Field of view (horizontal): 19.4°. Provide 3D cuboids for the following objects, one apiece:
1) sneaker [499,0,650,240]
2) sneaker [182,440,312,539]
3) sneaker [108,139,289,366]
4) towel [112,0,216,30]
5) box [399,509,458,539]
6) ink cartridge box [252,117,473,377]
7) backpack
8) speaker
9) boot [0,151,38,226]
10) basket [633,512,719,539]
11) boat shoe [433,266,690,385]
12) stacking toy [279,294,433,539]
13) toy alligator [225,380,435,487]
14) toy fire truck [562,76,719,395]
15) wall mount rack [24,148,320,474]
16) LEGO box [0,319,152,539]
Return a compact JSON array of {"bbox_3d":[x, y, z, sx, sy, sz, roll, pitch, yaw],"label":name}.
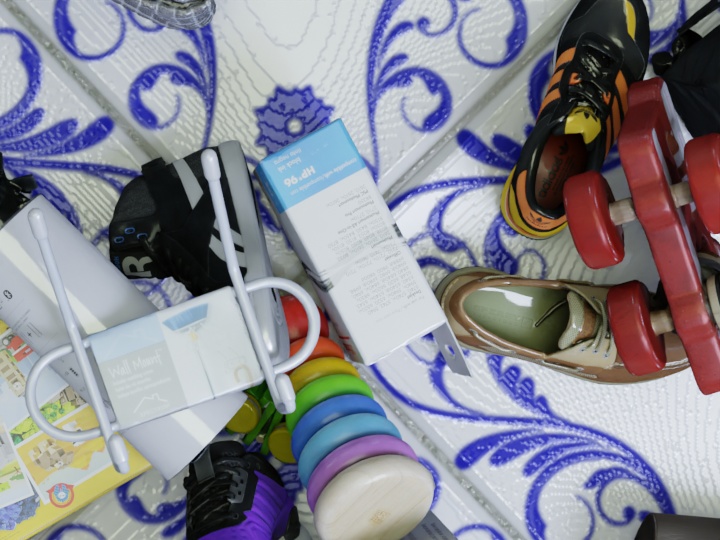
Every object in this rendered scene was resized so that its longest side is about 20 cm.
[{"bbox_3d":[0.163,-0.117,1.512,0.070,0.090,0.201,22,88,-4],"label":"sneaker"},{"bbox_3d":[-0.096,0.169,1.433,0.069,0.200,0.100,-19,91,12],"label":"sneaker"},{"bbox_3d":[-0.117,0.004,1.466,0.111,0.073,0.200,-16,49,2],"label":"sneaker"},{"bbox_3d":[-0.181,-0.237,1.450,0.200,0.166,0.086,29,93,-4],"label":"towel"},{"bbox_3d":[-0.018,0.252,1.446,0.199,0.184,0.105,-18,92,-4],"label":"box"},{"bbox_3d":[0.000,0.000,1.484,0.068,0.116,0.200,-28,91,-5],"label":"ink cartridge box"},{"bbox_3d":[0.331,-0.157,1.507,0.200,0.167,0.127,-36,112,-7],"label":"backpack"},{"bbox_3d":[-0.171,0.046,1.409,0.200,0.081,0.081,44,86,-3],"label":"speaker"},{"bbox_3d":[-0.337,-0.029,1.482,0.162,0.073,0.198,42,86,-6],"label":"boot"},{"bbox_3d":[0.289,0.253,1.501,0.199,0.136,0.181,14,84,-1],"label":"basket"},{"bbox_3d":[0.152,0.042,1.516,0.199,0.074,0.076,7,89,-7],"label":"boat shoe"},{"bbox_3d":[-0.024,0.096,1.454,0.085,0.085,0.200,-26,49,-5],"label":"stacking toy"},{"bbox_3d":[-0.043,0.120,1.513,0.200,0.059,0.054,32,127,-4],"label":"toy alligator"},{"bbox_3d":[0.225,-0.024,1.468,0.112,0.168,0.201,-17,105,20],"label":"toy fire truck"},{"bbox_3d":[-0.126,0.028,1.340,0.199,0.075,0.174,-19,88,-11],"label":"wall mount rack"},{"bbox_3d":[-0.245,0.108,1.481,0.200,0.077,0.149,-30,91,-5],"label":"LEGO box"}]
